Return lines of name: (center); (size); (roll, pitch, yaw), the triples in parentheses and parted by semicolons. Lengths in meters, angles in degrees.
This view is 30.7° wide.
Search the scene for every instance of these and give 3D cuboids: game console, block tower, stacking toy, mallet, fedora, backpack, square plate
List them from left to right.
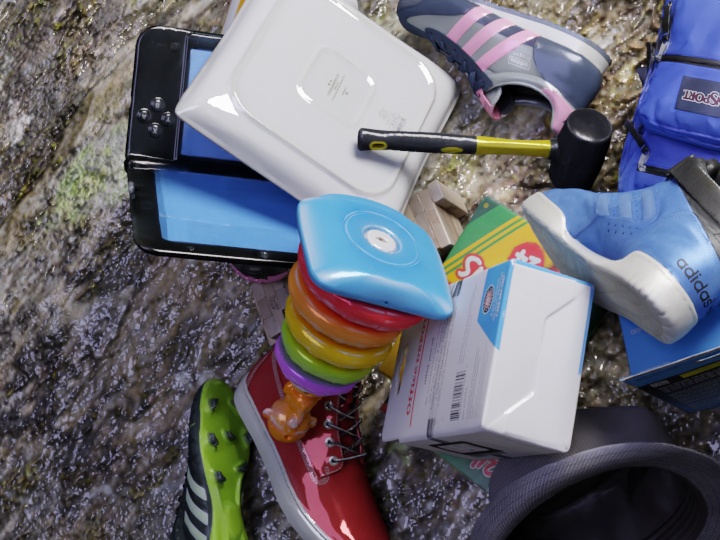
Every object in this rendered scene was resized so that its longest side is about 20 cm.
game console: (-0.079, -0.097, 1.034); (0.116, 0.197, 0.178); (-163, 79, -71)
stacking toy: (-0.023, 0.054, 0.981); (0.110, 0.115, 0.201); (-104, 34, -51)
square plate: (-0.022, -0.142, 1.047); (0.028, 0.197, 0.201); (-42, 18, 54)
block tower: (0.000, 0.000, 1.105); (0.199, 0.054, 0.058); (-30, 67, 18)
mallet: (0.096, -0.091, 1.029); (0.197, 0.066, 0.042); (-2, 51, -1)
fedora: (0.168, 0.161, 0.943); (0.199, 0.176, 0.091); (-37, 35, 22)
backpack: (0.264, -0.106, 0.934); (0.161, 0.167, 0.203); (17, 90, 35)

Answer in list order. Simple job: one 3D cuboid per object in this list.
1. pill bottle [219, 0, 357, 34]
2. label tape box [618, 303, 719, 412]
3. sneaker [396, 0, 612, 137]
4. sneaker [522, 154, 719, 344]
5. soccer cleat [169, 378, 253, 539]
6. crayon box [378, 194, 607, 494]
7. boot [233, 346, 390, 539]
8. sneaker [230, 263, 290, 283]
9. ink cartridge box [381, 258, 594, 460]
pill bottle: (-0.066, -0.206, 1.152); (0.110, 0.111, 0.202); (16, 86, 29)
label tape box: (0.256, 0.037, 0.882); (0.143, 0.200, 0.064); (-22, 69, 20)
sneaker: (0.103, -0.173, 1.082); (0.198, 0.070, 0.083); (24, 85, 30)
sneaker: (0.194, -0.031, 0.881); (0.111, 0.077, 0.200); (-38, 24, -5)
soccer cleat: (-0.132, 0.196, 1.124); (0.080, 0.067, 0.203); (-18, 71, 36)
crayon box: (0.103, 0.059, 1.041); (0.126, 0.051, 0.201); (33, 95, 28)
boot: (-0.013, 0.127, 1.048); (0.144, 0.072, 0.201); (-49, 62, 32)
sneaker: (-0.113, -0.064, 1.127); (0.079, 0.096, 0.200); (-43, 46, -7)
ink cartridge box: (0.085, 0.071, 0.940); (0.067, 0.200, 0.118); (16, 76, -16)
